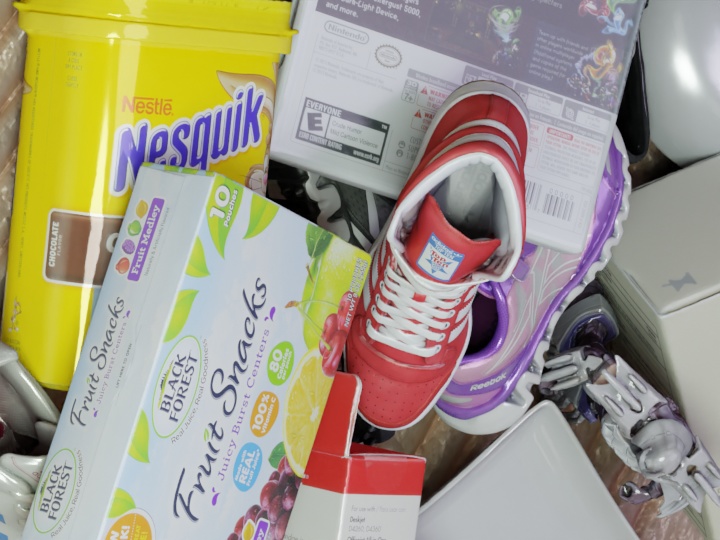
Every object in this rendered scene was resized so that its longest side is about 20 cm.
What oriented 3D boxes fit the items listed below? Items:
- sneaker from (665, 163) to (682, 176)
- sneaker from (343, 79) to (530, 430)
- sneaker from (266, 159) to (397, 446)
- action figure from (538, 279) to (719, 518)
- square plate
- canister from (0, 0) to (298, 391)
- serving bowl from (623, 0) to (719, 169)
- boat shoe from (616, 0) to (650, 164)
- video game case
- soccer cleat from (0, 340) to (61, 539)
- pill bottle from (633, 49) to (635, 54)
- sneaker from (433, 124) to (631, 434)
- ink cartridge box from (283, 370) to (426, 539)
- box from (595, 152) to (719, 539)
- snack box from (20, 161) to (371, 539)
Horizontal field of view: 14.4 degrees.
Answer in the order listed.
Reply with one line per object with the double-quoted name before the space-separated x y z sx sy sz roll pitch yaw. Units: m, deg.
"sneaker" 0.241 -0.063 1.841 0.099 0.069 0.201 23 79 -45
"sneaker" 0.035 0.008 1.470 0.113 0.071 0.200 -80 -173 -69
"sneaker" 0.000 0.000 1.582 0.090 0.066 0.200 -35 119 -37
"action figure" 0.150 0.081 1.673 0.069 0.200 0.130 -30 113 0
"square plate" 0.072 0.194 1.680 0.198 0.028 0.200 -39 128 -6
"canister" -0.110 -0.043 1.438 0.148 0.086 0.201 0 98 -49
"serving bowl" 0.252 -0.154 1.789 0.200 0.066 0.201 4 82 -30
"boat shoe" 0.145 -0.158 1.717 0.070 0.066 0.201 -14 106 -47
"video game case" 0.054 -0.122 1.538 0.200 0.023 0.182 17 84 -23
"soccer cleat" -0.167 0.111 1.398 0.070 0.086 0.200 -48 129 -32
"pill bottle" 0.104 -0.219 1.629 0.112 0.112 0.201 -10 103 -47
"sneaker" 0.084 -0.009 1.600 0.088 0.080 0.200 31 82 -57
"ink cartridge box" -0.034 0.149 1.532 0.067 0.116 0.201 7 92 -48
"box" 0.224 0.050 1.758 0.109 0.128 0.200 -23 127 -7
"snack box" -0.079 0.063 1.392 0.142 0.053 0.200 27 78 -52
